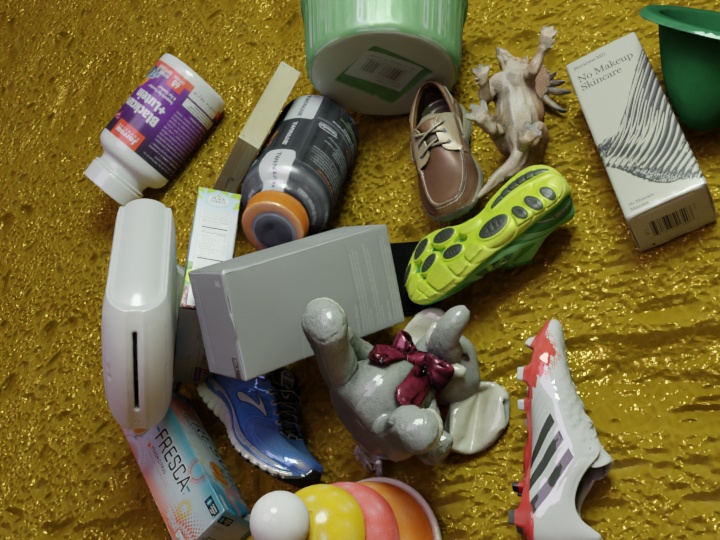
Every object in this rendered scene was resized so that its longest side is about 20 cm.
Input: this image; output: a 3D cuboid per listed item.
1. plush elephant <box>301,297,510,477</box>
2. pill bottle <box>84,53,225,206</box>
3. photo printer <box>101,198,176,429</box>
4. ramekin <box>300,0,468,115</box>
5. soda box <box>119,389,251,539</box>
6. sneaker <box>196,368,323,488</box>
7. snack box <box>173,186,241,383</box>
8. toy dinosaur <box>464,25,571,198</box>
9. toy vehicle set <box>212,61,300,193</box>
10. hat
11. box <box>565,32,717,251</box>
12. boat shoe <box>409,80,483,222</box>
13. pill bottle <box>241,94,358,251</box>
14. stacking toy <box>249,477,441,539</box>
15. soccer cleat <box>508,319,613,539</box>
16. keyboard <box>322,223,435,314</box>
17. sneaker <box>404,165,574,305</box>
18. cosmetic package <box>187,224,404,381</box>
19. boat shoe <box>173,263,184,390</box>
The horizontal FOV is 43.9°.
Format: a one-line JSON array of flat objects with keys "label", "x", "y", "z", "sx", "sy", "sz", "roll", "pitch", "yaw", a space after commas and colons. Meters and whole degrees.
[{"label": "plush elephant", "x": 0.056, "y": 0.098, "z": 0.834, "sx": 0.154, "sy": 0.202, "sz": 0.165, "roll": -36, "pitch": 60, "yaw": -20}, {"label": "pill bottle", "x": -0.287, "y": -0.186, "z": 1.232, "sx": 0.111, "sy": 0.111, "sz": 0.201, "roll": 34, "pitch": 85, "yaw": 40}, {"label": "photo printer", "x": -0.227, "y": 0.048, "z": 0.926, "sx": 0.068, "sy": 0.169, "sz": 0.201, "roll": 1, "pitch": 35, "yaw": -10}, {"label": "ramekin", "x": 0.026, "y": -0.264, "z": 1.024, "sx": 0.197, "sy": 0.199, "sz": 0.100, "roll": -10, "pitch": 66, "yaw": 27}, {"label": "soda box", "x": -0.191, "y": 0.217, "z": 0.973, "sx": 0.068, "sy": 0.064, "sz": 0.200, "roll": -43, "pitch": 50, "yaw": 3}, {"label": "sneaker", "x": -0.098, "y": 0.149, "z": 0.942, "sx": 0.090, "sy": 0.078, "sz": 0.200, "roll": -50, "pitch": 49, "yaw": 1}, {"label": "snack box", "x": -0.173, "y": 0.023, "z": 0.995, "sx": 0.052, "sy": 0.201, "sz": 0.145, "roll": 9, "pitch": 60, "yaw": -10}, {"label": "toy dinosaur", "x": 0.167, "y": -0.157, "z": 0.924, "sx": 0.084, "sy": 0.135, "sz": 0.204, "roll": 1, "pitch": 72, "yaw": 22}, {"label": "toy vehicle set", "x": -0.137, "y": -0.145, "z": 1.072, "sx": 0.200, "sy": 0.026, "sz": 0.126, "roll": -47, "pitch": 17, "yaw": 57}, {"label": "hat", "x": 0.327, "y": -0.146, "z": 0.858, "sx": 0.163, "sy": 0.200, "sz": 0.179, "roll": 16, "pitch": 116, "yaw": 15}, {"label": "box", "x": 0.270, "y": -0.127, "z": 0.869, "sx": 0.081, "sy": 0.068, "sz": 0.203, "roll": -24, "pitch": 54, "yaw": 18}, {"label": "boat shoe", "x": 0.082, "y": -0.132, "z": 0.962, "sx": 0.075, "sy": 0.072, "sz": 0.202, "roll": -26, "pitch": 38, "yaw": 18}, {"label": "pill bottle", "x": -0.071, "y": -0.104, "z": 1.007, "sx": 0.104, "sy": 0.107, "sz": 0.202, "roll": -13, "pitch": 34, "yaw": 25}, {"label": "stacking toy", "x": -0.027, "y": 0.230, "z": 0.769, "sx": 0.144, "sy": 0.200, "sz": 0.149, "roll": -15, "pitch": 56, "yaw": 24}, {"label": "soccer cleat", "x": 0.179, "y": 0.142, "z": 0.780, "sx": 0.083, "sy": 0.069, "sz": 0.204, "roll": 0, "pitch": 67, "yaw": 22}, {"label": "keyboard", "x": 0.000, "y": 0.000, "z": 1.003, "sx": 0.197, "sy": 0.039, "sz": 0.107, "roll": -3, "pitch": 85, "yaw": 30}, {"label": "sneaker", "x": 0.130, "y": -0.020, "z": 0.890, "sx": 0.198, "sy": 0.083, "sz": 0.075, "roll": -34, "pitch": 46, "yaw": 22}, {"label": "cosmetic package", "x": -0.060, "y": 0.027, "z": 0.884, "sx": 0.090, "sy": 0.197, "sz": 0.109, "roll": 2, "pitch": 104, "yaw": 57}, {"label": "boat shoe", "x": -0.253, "y": 0.085, "z": 1.086, "sx": 0.073, "sy": 0.065, "sz": 0.206, "roll": 2, "pitch": 65, "yaw": 33}]
